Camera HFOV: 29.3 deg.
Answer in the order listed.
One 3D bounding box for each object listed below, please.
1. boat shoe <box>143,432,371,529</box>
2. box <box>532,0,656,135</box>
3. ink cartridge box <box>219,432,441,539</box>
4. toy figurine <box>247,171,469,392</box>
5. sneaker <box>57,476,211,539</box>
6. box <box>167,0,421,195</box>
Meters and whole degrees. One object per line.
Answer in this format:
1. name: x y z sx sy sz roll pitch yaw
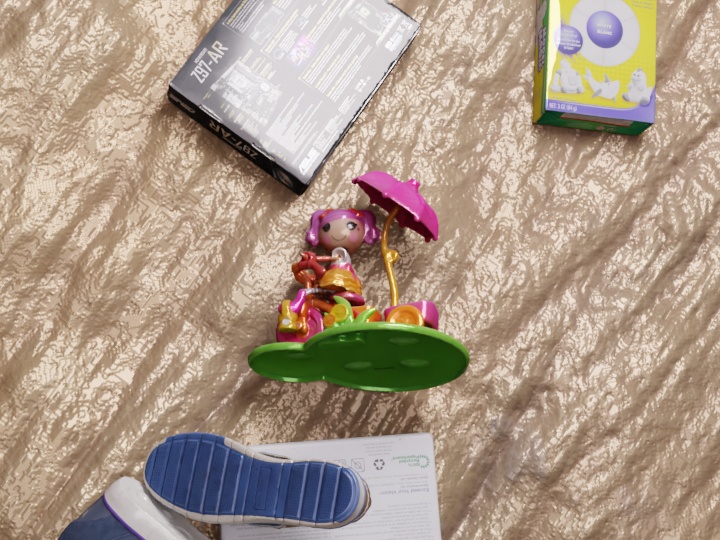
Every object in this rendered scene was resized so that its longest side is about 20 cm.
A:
1. boat shoe: -0.086 0.187 1.158 0.199 0.072 0.073 9 74 21
2. box: 0.234 -0.241 1.365 0.116 0.048 0.202 5 76 -10
3. ink cartridge box: -0.026 0.251 1.216 0.195 0.043 0.202 -2 81 -9
4. toy figurine: 0.000 0.000 1.250 0.198 0.150 0.185 -4 64 13
5. sneaker: -0.179 0.288 1.153 0.200 0.081 0.147 42 98 8
6. box: -0.062 -0.198 1.301 0.160 0.044 0.201 35 75 -2
